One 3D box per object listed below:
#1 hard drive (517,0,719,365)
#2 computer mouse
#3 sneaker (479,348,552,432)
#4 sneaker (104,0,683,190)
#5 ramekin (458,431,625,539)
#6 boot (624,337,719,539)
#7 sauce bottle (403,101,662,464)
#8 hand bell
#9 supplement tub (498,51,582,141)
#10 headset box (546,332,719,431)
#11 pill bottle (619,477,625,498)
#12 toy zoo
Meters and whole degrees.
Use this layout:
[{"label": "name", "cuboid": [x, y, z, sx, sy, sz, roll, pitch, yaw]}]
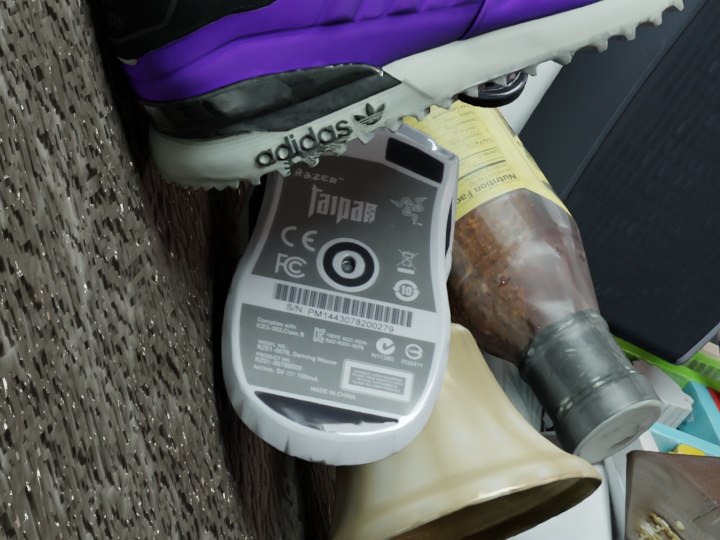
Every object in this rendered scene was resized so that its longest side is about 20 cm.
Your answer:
[{"label": "hard drive", "cuboid": [0.145, -0.058, 0.865, 0.135, 0.200, 0.042, 26, 17, -30]}, {"label": "computer mouse", "cuboid": [-0.006, -0.019, 0.681, 0.044, 0.109, 0.201, 110, -8, -56]}, {"label": "sneaker", "cuboid": [0.055, 0.071, 0.963, 0.081, 0.075, 0.201, -45, 125, -67]}, {"label": "sneaker", "cuboid": [0.019, -0.104, 0.573, 0.100, 0.199, 0.070, 68, -7, -30]}, {"label": "ramekin", "cuboid": [0.065, 0.159, 0.831, 0.200, 0.097, 0.201, -11, 90, -81]}, {"label": "boot", "cuboid": [0.157, 0.078, 0.856, 0.199, 0.064, 0.187, 1, 38, -43]}, {"label": "sauce bottle", "cuboid": [0.048, -0.015, 0.819, 0.200, 0.066, 0.066, 59, 1, 24]}, {"label": "hand bell", "cuboid": [0.000, 0.000, 0.731, 0.104, 0.104, 0.201, 47, 21, -72]}, {"label": "supplement tub", "cuboid": [0.071, -0.094, 0.965, 0.200, 0.122, 0.123, -121, -168, -57]}, {"label": "headset box", "cuboid": [0.121, 0.076, 1.092, 0.075, 0.148, 0.201, -55, 133, -78]}, {"label": "pill bottle", "cuboid": [0.140, 0.200, 0.995, 0.114, 0.114, 0.201, -72, 173, -70]}, {"label": "toy zoo", "cuboid": [0.164, 0.090, 0.931, 0.131, 0.020, 0.200, 23, 27, -26]}]
